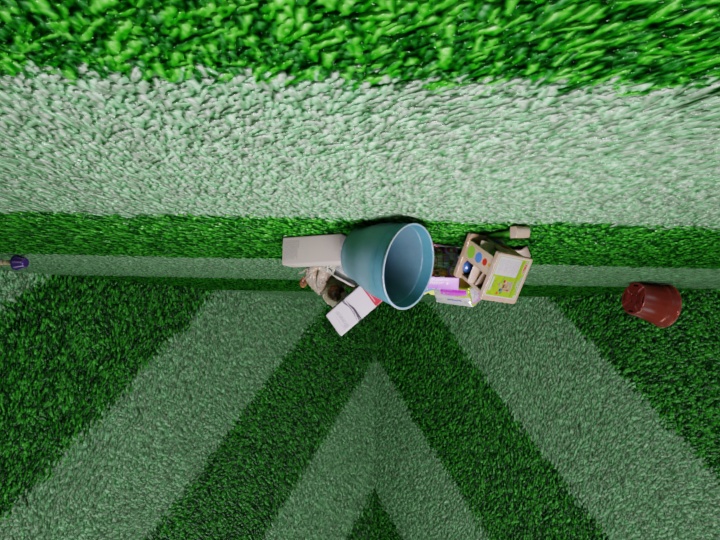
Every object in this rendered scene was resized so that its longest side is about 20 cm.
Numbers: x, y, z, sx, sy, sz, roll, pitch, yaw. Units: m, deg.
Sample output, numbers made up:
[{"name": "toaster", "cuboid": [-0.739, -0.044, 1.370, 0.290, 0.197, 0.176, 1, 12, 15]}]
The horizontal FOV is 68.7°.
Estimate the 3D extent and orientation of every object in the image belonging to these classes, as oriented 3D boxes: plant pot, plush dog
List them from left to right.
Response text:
[{"name": "plush dog", "cuboid": [-0.110, 0.052, 1.794, 0.160, 0.173, 0.200, -43, 164, 6]}, {"name": "plant pot", "cuboid": [0.055, -0.026, 1.314, 0.184, 0.208, 0.196, 14, -177, 43]}, {"name": "plant pot", "cuboid": [1.362, 0.149, 2.487, 0.188, 0.209, 0.200, 12, 170, -16]}]

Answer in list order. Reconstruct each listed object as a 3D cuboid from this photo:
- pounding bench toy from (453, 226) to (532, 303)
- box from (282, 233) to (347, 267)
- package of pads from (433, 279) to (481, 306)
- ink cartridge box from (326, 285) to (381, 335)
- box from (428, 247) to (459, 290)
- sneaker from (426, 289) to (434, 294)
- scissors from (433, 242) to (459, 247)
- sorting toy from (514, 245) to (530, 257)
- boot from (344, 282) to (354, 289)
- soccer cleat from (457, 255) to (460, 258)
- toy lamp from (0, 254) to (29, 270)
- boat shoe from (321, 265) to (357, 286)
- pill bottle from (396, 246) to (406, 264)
[{"name": "pounding bench toy", "cuboid": [0.354, -0.046, 1.386, 0.120, 0.207, 0.156, 7, -158, -28]}, {"name": "box", "cuboid": [-0.127, -0.056, 1.511, 0.193, 0.086, 0.068, -1, 172, 25]}, {"name": "package of pads", "cuboid": [0.350, 0.039, 1.689, 0.198, 0.070, 0.152, -33, -157, -36]}, {"name": "ink cartridge box", "cuboid": [0.000, 0.094, 1.645, 0.199, 0.084, 0.144, -42, -179, 18]}, {"name": "box", "cuboid": [0.219, -0.011, 1.543, 0.131, 0.041, 0.202, 3, -153, 7]}, {"name": "sneaker", "cuboid": [0.225, 0.035, 1.755, 0.195, 0.078, 0.105, -6, 155, -40]}, {"name": "scissors", "cuboid": [0.219, -0.075, 1.566, 0.192, 0.015, 0.073, 3, 173, -12]}, {"name": "sorting toy", "cuboid": [0.441, -0.043, 1.690, 0.192, 0.038, 0.184, -2, 172, 22]}, {"name": "boot", "cuboid": [0.000, -0.001, 1.690, 0.144, 0.071, 0.200, -45, 166, 12]}, {"name": "soccer cleat", "cuboid": [0.323, -0.016, 1.642, 0.084, 0.070, 0.199, -35, -154, -14]}, {"name": "toy lamp", "cuboid": [-1.361, -0.032, 2.015, 0.192, 0.061, 0.058, 3, 173, 12]}, {"name": "boat shoe", "cuboid": [-0.078, -0.020, 1.593, 0.195, 0.073, 0.063, 26, -146, -4]}, {"name": "pill bottle", "cuboid": [0.101, -0.037, 1.489, 0.107, 0.116, 0.199, 4, 172, -23]}]
